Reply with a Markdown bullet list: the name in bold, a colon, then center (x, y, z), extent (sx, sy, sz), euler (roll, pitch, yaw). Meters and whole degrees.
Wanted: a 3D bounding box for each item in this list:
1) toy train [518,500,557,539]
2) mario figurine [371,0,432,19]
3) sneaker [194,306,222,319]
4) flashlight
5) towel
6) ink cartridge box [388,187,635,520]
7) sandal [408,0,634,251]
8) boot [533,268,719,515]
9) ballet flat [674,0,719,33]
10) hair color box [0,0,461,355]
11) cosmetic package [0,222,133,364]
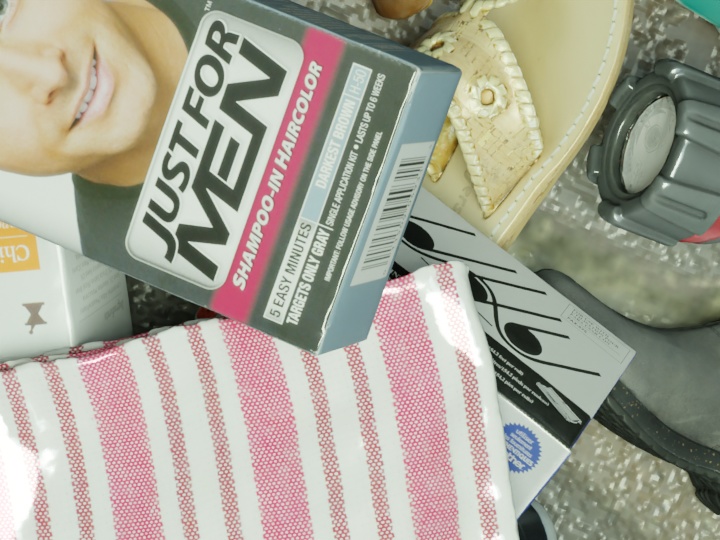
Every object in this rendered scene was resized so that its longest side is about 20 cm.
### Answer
- **toy train**: center (0.011, 0.142, 1.005), extent (0.200, 0.086, 0.115), euler (-8, 108, -47)
- **mario figurine**: center (-0.056, -0.119, 0.970), extent (0.199, 0.106, 0.124), euler (3, 122, -23)
- **sneaker**: center (-0.035, 0.085, 1.046), extent (0.082, 0.077, 0.201), euler (13, 98, -42)
- **flashlight**: center (0.185, -0.020, 1.026), extent (0.199, 0.068, 0.068), euler (20, 92, -27)
- **towel**: center (-0.045, 0.087, 0.904), extent (0.199, 0.030, 0.147), euler (-13, 84, 12)
- **ink cartridge box**: center (0.000, 0.000, 0.964), extent (0.200, 0.094, 0.044), euler (37, 118, 4)
- **sandal**: center (0.036, -0.054, 1.013), extent (0.070, 0.077, 0.212), euler (14, 102, -50)
- **boot**: center (0.158, 0.025, 1.078), extent (0.200, 0.070, 0.132), euler (38, 86, -27)
- **ballet flat**: center (0.185, -0.104, 1.060), extent (0.200, 0.072, 0.072), euler (41, 89, -18)
- **hair color box**: center (-0.078, -0.056, 0.875), extent (0.199, 0.061, 0.099), euler (22, 100, 14)
- **cosmetic package**: center (-0.141, 0.032, 0.981), extent (0.101, 0.071, 0.201), euler (-5, 101, 13)
